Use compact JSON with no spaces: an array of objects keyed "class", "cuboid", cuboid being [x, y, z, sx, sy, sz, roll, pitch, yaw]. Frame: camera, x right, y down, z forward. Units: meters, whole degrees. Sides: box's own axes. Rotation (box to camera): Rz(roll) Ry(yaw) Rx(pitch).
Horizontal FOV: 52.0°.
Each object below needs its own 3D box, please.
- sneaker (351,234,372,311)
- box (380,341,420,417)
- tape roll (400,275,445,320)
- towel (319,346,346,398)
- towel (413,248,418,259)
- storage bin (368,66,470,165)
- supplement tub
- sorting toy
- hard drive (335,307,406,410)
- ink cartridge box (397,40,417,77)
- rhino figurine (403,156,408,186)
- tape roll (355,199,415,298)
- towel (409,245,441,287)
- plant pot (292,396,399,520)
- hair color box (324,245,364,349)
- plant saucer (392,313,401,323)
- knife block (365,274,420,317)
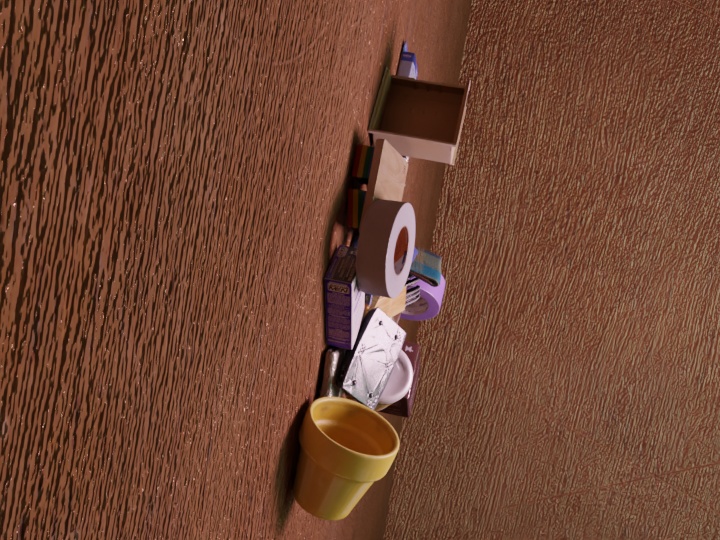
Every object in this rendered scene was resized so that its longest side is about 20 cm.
[{"class":"sneaker","cuboid":[0.000,0.000,1.713,0.088,0.075,0.201,146,-42,-80]},{"class":"box","cuboid":[0.078,0.306,2.131,0.200,0.163,0.167,80,23,-62]},{"class":"tape roll","cuboid":[0.137,0.056,2.113,0.200,0.199,0.085,85,19,-56]},{"class":"towel","cuboid":[-0.057,0.230,1.677,0.200,0.034,0.133,-16,114,-80]},{"class":"towel","cuboid":[0.069,-0.098,1.773,0.200,0.024,0.145,57,21,-8]},{"class":"storage bin","cuboid":[0.139,-0.361,1.702,0.094,0.199,0.199,80,22,-65]},{"class":"supplement tub","cuboid":[0.035,0.264,1.801,0.200,0.144,0.145,125,-19,-68]},{"class":"sorting toy","cuboid":[0.030,-0.166,1.607,0.200,0.069,0.200,21,79,-71]},{"class":"hard drive","cuboid":[0.022,0.197,1.656,0.135,0.042,0.201,43,63,-38]},{"class":"ink cartridge box","cuboid":[0.116,-0.478,1.919,0.119,0.042,0.201,56,43,-76]},{"class":"rhino figurine","cuboid":[0.071,-0.272,1.767,0.060,0.087,0.201,23,72,-41]},{"class":"tape roll","cuboid":[0.055,-0.046,1.532,0.200,0.066,0.201,11,90,-72]},{"class":"towel","cuboid":[0.137,-0.025,1.870,0.200,0.146,0.022,-71,-174,-70]},{"class":"plant pot","cuboid":[-0.045,0.391,1.501,0.201,0.200,0.190,-47,160,-72]},{"class":"hair color box","cuboid":[-0.032,0.059,1.565,0.110,0.065,0.201,-68,166,-46]},{"class":"plant saucer","cuboid":[0.066,0.161,1.960,0.200,0.034,0.201,-157,-90,-89]},{"class":"knife block","cuboid":[0.068,0.079,1.817,0.201,0.064,0.176,-61,142,-11]}]
